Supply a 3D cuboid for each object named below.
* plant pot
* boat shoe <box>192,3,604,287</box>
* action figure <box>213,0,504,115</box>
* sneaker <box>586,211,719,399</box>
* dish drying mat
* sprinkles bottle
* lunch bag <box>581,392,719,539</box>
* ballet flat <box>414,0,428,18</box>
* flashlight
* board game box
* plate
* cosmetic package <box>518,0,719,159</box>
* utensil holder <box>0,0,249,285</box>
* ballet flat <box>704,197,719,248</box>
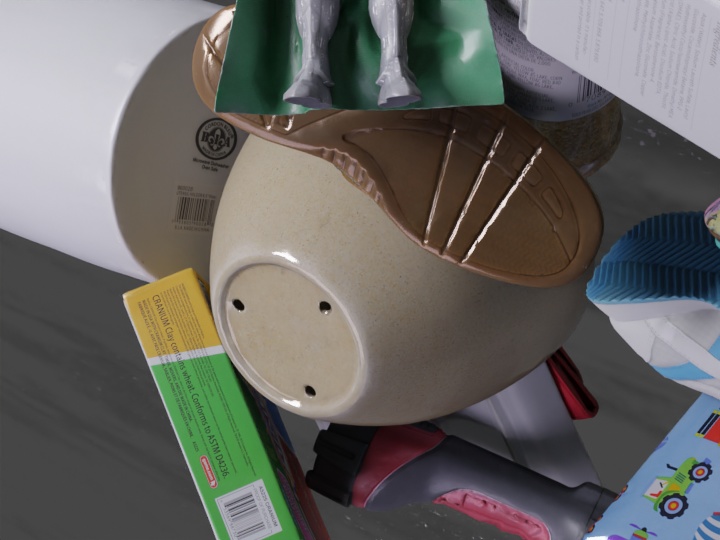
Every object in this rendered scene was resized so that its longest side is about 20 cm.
[{"bbox_3d":[0.000,0.000,0.964,0.199,0.134,0.201,20,128,27],"label":"plant pot"},{"bbox_3d":[0.022,-0.059,0.843,0.199,0.073,0.072,27,-166,14],"label":"boat shoe"},{"bbox_3d":[-0.004,-0.166,0.759,0.117,0.202,0.055,-2,176,0],"label":"action figure"},{"bbox_3d":[0.191,0.022,0.856,0.081,0.077,0.200,46,165,-25],"label":"sneaker"},{"bbox_3d":[0.050,0.066,1.159,0.199,0.018,0.077,-7,132,45],"label":"dish drying mat"},{"bbox_3d":[0.082,-0.118,0.793,0.068,0.068,0.200,34,155,23],"label":"sprinkles bottle"},{"bbox_3d":[0.224,0.124,0.859,0.199,0.151,0.094,10,140,53],"label":"lunch bag"},{"bbox_3d":[-0.001,-0.148,0.869,0.200,0.067,0.073,-139,45,-70],"label":"ballet flat"},{"bbox_3d":[0.069,0.137,1.099,0.199,0.068,0.068,25,150,11],"label":"flashlight"},{"bbox_3d":[-0.070,0.088,1.052,0.200,0.040,0.154,67,180,-81],"label":"board game box"},{"bbox_3d":[0.028,0.071,1.138,0.199,0.032,0.201,6,139,35],"label":"plate"},{"bbox_3d":[0.167,-0.088,0.653,0.200,0.113,0.081,37,156,21],"label":"cosmetic package"},{"bbox_3d":[-0.145,-0.089,1.100,0.199,0.170,0.170,18,146,41],"label":"utensil holder"},{"bbox_3d":[0.222,-0.029,0.732,0.199,0.069,0.072,16,126,41],"label":"ballet flat"}]
